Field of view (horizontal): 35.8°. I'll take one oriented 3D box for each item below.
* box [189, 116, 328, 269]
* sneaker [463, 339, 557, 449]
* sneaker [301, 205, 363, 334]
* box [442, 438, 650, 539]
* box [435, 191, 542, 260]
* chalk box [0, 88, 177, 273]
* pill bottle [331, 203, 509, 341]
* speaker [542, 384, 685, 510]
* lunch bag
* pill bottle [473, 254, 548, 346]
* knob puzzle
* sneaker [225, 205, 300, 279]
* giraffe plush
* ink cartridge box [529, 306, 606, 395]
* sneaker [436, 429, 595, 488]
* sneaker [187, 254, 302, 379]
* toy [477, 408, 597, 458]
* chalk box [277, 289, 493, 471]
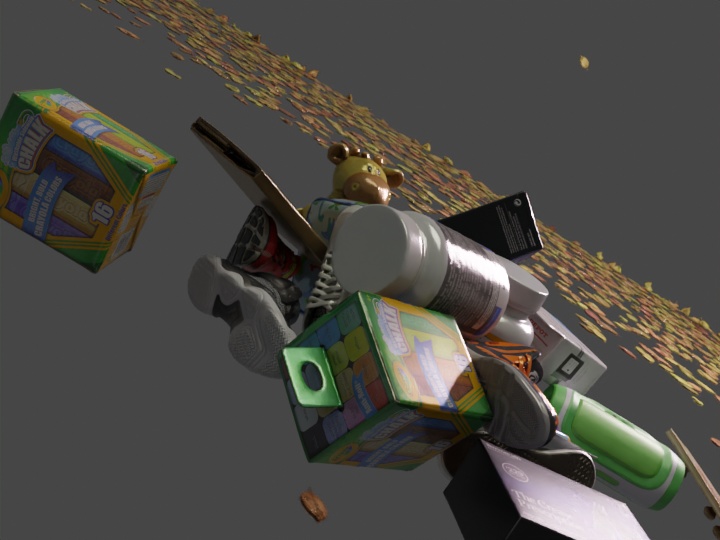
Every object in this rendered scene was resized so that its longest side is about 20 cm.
[{"bbox_3d":[-0.103,-0.079,1.287,0.163,0.021,0.200,39,-9,47],"label":"box"},{"bbox_3d":[0.160,0.115,1.149,0.111,0.078,0.200,1,22,-32],"label":"sneaker"},{"bbox_3d":[-0.021,0.027,1.224,0.076,0.203,0.080,4,-4,39],"label":"sneaker"},{"bbox_3d":[0.196,0.265,1.107,0.199,0.079,0.141,26,13,-21],"label":"box"},{"bbox_3d":[0.147,-0.033,1.435,0.200,0.140,0.080,56,18,-86],"label":"box"},{"bbox_3d":[-0.317,-0.110,1.167,0.199,0.125,0.124,31,14,-1],"label":"chalk box"},{"bbox_3d":[0.064,0.003,1.175,0.114,0.114,0.199,42,12,37],"label":"pill bottle"},{"bbox_3d":[0.318,0.230,1.450,0.199,0.089,0.088,31,14,-1],"label":"speaker"},{"bbox_3d":[0.000,0.000,1.348,0.082,0.163,0.199,10,3,-37],"label":"lunch bag"},{"bbox_3d":[0.133,0.087,1.310,0.112,0.201,0.113,28,15,-8],"label":"pill bottle"},{"bbox_3d":[0.477,0.325,1.501,0.220,0.030,0.220,53,11,-15],"label":"knob puzzle"},{"bbox_3d":[-0.108,-0.023,1.329,0.084,0.078,0.200,26,-6,-7],"label":"sneaker"},{"bbox_3d":[-0.009,-0.096,1.694,0.200,0.163,0.172,42,18,34],"label":"giraffe plush"},{"bbox_3d":[0.238,0.093,1.493,0.200,0.067,0.116,32,13,-51],"label":"ink cartridge box"},{"bbox_3d":[0.158,0.221,1.233,0.198,0.074,0.084,15,-15,-26],"label":"sneaker"},{"bbox_3d":[-0.098,0.051,1.207,0.113,0.076,0.200,12,21,-45],"label":"sneaker"},{"bbox_3d":[0.191,0.174,1.283,0.114,0.048,0.199,5,-13,32],"label":"toy"},{"bbox_3d":[0.009,0.108,1.075,0.199,0.123,0.125,16,46,-48],"label":"chalk box"}]
